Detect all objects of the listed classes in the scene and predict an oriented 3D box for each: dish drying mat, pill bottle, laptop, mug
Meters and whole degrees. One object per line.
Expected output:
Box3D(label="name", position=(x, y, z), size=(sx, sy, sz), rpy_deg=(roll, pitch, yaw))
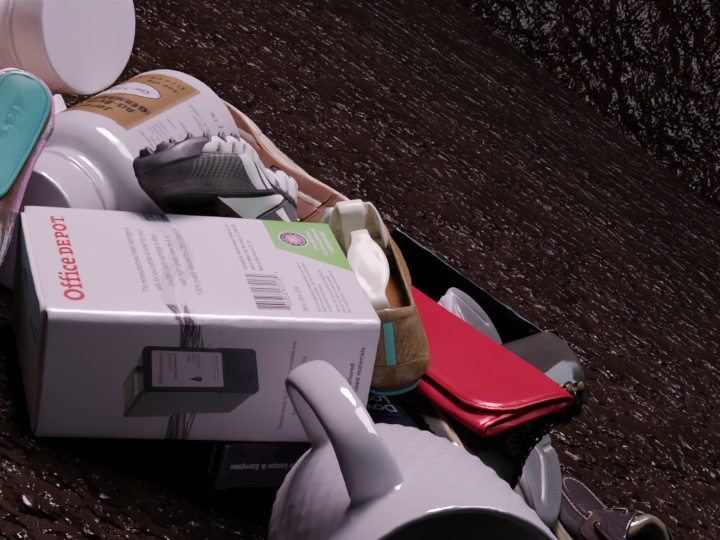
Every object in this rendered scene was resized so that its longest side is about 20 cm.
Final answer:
Box3D(label="dish drying mat", position=(0.045, 0.048, 1.319), size=(0.076, 0.018, 0.200), rpy_deg=(-16, 32, -32))
Box3D(label="pill bottle", position=(-0.264, -0.177, 1.439), size=(0.199, 0.114, 0.113), rpy_deg=(8, -2, 36))
Box3D(label="pill bottle", position=(-0.172, -0.058, 1.372), size=(0.114, 0.115, 0.200), rpy_deg=(37, 31, 10))
Box3D(label="laptop", position=(0.088, 0.041, 1.683), size=(0.177, 0.200, 0.103), rpy_deg=(35, 52, 3))
Box3D(label="mug", position=(0.013, 0.138, 1.096), size=(0.201, 0.147, 0.175), rpy_deg=(66, -8, -23))

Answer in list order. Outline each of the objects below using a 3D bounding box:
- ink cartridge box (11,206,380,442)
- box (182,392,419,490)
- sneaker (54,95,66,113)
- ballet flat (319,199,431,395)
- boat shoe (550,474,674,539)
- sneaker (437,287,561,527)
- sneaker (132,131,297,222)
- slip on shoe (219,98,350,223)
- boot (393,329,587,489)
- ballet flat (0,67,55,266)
Box3D(label="ink cartridge box", position=(-0.104, 0.031, 1.222), size=(0.198, 0.085, 0.146), rpy_deg=(3, 25, -16))
Box3D(label="box", position=(-0.059, 0.073, 1.299), size=(0.142, 0.036, 0.200), rpy_deg=(1, 27, -27))
Box3D(label="sneaker", position=(-0.271, -0.161, 1.573), size=(0.200, 0.089, 0.075), rpy_deg=(42, 16, 25))
Box3D(label="ballet flat", position=(0.000, 0.000, 1.312), size=(0.067, 0.073, 0.200), rpy_deg=(-10, 32, -5))
Box3D(label="boat shoe", position=(0.201, 0.207, 1.491), size=(0.073, 0.065, 0.200), rpy_deg=(20, 20, -37))
Box3D(label="sneaker", position=(0.088, 0.116, 1.541), size=(0.070, 0.080, 0.201), rpy_deg=(25, 36, -57))
Box3D(label="sneaker", position=(-0.084, -0.032, 1.329), size=(0.200, 0.066, 0.091), rpy_deg=(27, 48, -68))
Box3D(label="slip on shoe", position=(-0.076, -0.059, 1.494), size=(0.199, 0.076, 0.061), rpy_deg=(32, -20, 23))
Box3D(label="boot", position=(0.103, 0.107, 1.295), size=(0.137, 0.078, 0.201), rpy_deg=(-12, 43, -17))
Box3D(label="ballet flat", position=(-0.242, -0.033, 1.222), size=(0.069, 0.071, 0.201), rpy_deg=(29, 57, -14))
